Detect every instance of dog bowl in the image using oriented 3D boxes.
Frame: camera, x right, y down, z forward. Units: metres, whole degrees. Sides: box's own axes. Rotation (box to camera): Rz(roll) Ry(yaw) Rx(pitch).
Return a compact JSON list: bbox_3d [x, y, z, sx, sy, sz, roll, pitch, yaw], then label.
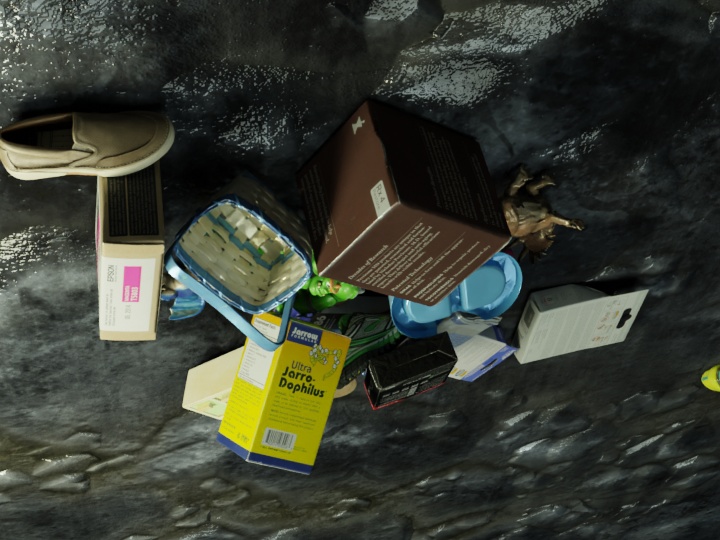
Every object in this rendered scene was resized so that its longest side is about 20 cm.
[{"bbox_3d":[0.130,0.024,1.695,0.198,0.050,0.112,-16,123,-10],"label":"dog bowl"}]

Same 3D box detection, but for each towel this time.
[{"bbox_3d":[0.112,0.115,1.848,0.199,0.024,0.146,-34,160,26],"label":"towel"}]

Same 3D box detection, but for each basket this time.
[{"bbox_3d":[-0.144,-0.011,1.466,0.176,0.201,0.139,42,119,-16],"label":"basket"}]

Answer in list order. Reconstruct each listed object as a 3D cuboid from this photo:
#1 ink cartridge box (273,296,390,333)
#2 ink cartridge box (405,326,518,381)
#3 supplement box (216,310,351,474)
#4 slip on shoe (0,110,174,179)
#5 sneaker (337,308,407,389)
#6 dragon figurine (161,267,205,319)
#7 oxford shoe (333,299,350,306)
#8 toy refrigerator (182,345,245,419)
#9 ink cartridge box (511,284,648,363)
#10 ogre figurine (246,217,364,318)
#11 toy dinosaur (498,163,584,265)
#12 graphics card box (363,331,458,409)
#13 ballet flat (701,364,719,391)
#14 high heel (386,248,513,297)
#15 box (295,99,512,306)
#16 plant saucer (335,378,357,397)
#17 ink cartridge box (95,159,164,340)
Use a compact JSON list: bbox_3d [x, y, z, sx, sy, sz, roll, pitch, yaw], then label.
[{"bbox_3d":[-0.040,0.079,1.825,0.198,0.040,0.100,3,143,-24],"label":"ink cartridge box"},{"bbox_3d":[0.154,0.125,1.967,0.199,0.042,0.119,20,132,-38],"label":"ink cartridge box"},{"bbox_3d":[-0.109,0.168,1.674,0.109,0.202,0.109,18,179,-31],"label":"supplement box"},{"bbox_3d":[-0.312,-0.151,1.349,0.197,0.077,0.061,-5,152,-1],"label":"slip on shoe"},{"bbox_3d":[0.019,0.085,1.761,0.199,0.085,0.078,-35,171,-21],"label":"sneaker"},{"bbox_3d":[-0.248,0.028,1.646,0.198,0.059,0.100,-17,146,0],"label":"dragon figurine"},{"bbox_3d":[0.000,0.000,1.692,0.070,0.073,0.200,5,141,-28],"label":"oxford shoe"},{"bbox_3d":[-0.187,0.173,1.812,0.075,0.071,0.199,23,151,-32],"label":"toy refrigerator"},{"bbox_3d":[0.363,0.079,1.987,0.198,0.057,0.163,-15,147,-16],"label":"ink cartridge box"},{"bbox_3d":[-0.072,-0.009,1.630,0.119,0.098,0.202,-7,120,20],"label":"ogre figurine"},{"bbox_3d":[0.220,-0.071,1.673,0.198,0.087,0.136,12,145,-27],"label":"toy dinosaur"},{"bbox_3d":[0.071,0.151,1.764,0.124,0.051,0.200,-20,168,-6],"label":"graphics card box"},{"bbox_3d":[0.753,0.215,2.331,0.198,0.068,0.067,6,163,-25],"label":"ballet flat"},{"bbox_3d":[0.125,0.003,1.725,0.198,0.068,0.096,-18,179,8],"label":"high heel"},{"bbox_3d":[0.053,-0.081,1.510,0.199,0.167,0.164,15,137,-37],"label":"box"},{"bbox_3d":[-0.102,0.157,1.871,0.198,0.030,0.201,5,156,2],"label":"plant saucer"},{"bbox_3d":[-0.281,-0.038,1.439,0.074,0.166,0.201,0,143,-14],"label":"ink cartridge box"}]
